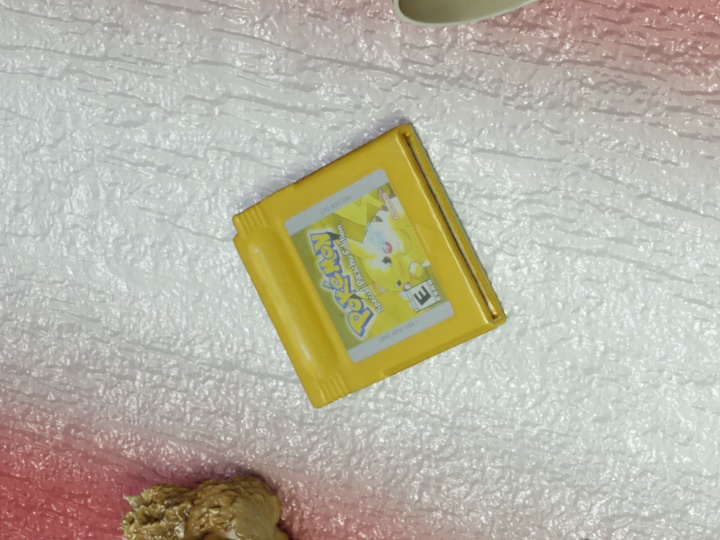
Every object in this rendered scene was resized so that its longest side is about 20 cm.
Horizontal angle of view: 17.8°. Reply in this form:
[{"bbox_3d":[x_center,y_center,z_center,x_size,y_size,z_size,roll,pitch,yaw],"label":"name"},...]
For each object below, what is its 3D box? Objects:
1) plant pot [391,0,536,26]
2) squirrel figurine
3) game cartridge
[{"bbox_3d":[0.076,-0.305,1.626,0.187,0.187,0.200,-32,72,36],"label":"plant pot"},{"bbox_3d":[-0.132,0.276,1.976,0.187,0.142,0.200,-34,66,49],"label":"squirrel figurine"},{"bbox_3d":[0.000,0.000,1.845,0.200,0.032,0.176,-27,89,35],"label":"game cartridge"}]
